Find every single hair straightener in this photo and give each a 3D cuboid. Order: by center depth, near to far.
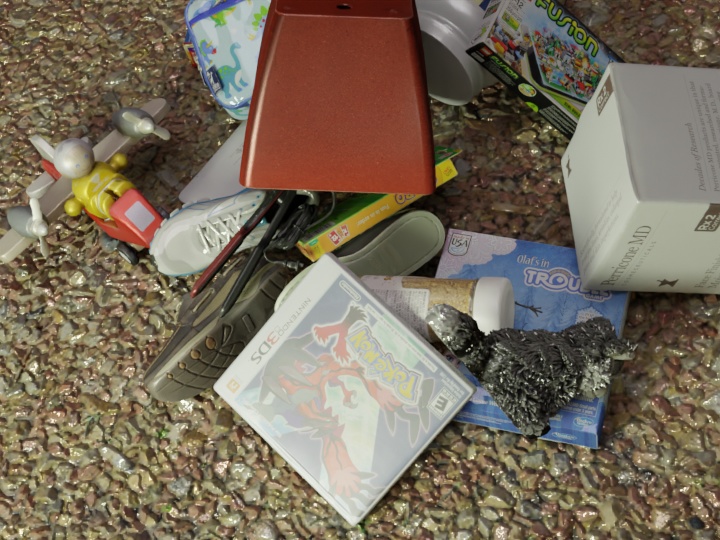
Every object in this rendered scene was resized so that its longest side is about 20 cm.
[{"bbox_3d":[-0.088,-0.030,1.277,0.077,0.041,0.200,37,73,0],"label":"hair straightener"}]

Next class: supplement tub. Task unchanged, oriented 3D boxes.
[{"bbox_3d":[0.138,-0.302,1.410,0.145,0.145,0.200,31,70,25],"label":"supplement tub"}]

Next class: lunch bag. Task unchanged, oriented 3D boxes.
[{"bbox_3d":[-0.097,-0.279,1.436,0.200,0.082,0.161,-21,78,8],"label":"lunch bag"}]

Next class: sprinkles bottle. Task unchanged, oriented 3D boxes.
[{"bbox_3d":[0.050,0.038,1.227,0.200,0.068,0.068,1,60,19],"label":"sprinkles bottle"}]

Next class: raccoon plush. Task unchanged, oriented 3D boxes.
[{"bbox_3d":[0.166,0.067,1.121,0.134,0.200,0.097,-40,47,5],"label":"raccoon plush"}]

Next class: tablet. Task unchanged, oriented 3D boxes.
[{"bbox_3d":[-0.106,-0.129,1.437,0.130,0.014,0.200,29,70,25],"label":"tablet"}]

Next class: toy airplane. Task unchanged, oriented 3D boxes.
[{"bbox_3d":[-0.311,-0.107,1.392,0.199,0.141,0.200,-7,59,8],"label":"toy airplane"}]

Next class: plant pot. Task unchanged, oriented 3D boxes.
[{"bbox_3d":[-0.018,-0.205,1.271,0.200,0.177,0.200,3,33,-2],"label":"plant pot"}]

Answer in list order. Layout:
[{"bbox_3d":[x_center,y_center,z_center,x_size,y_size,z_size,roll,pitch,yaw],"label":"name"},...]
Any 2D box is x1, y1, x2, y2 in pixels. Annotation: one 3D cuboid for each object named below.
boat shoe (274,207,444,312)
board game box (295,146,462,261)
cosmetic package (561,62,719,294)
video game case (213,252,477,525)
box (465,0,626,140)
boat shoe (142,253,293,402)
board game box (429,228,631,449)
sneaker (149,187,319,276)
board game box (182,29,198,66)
[{"bbox_3d":[0.000,0.000,1.314,0.201,0.061,0.072,-30,100,7],"label":"boat shoe"},{"bbox_3d":[0.019,-0.076,1.340,0.200,0.030,0.096,-34,15,-6],"label":"board game box"},{"bbox_3d":[0.322,-0.086,1.205,0.200,0.165,0.165,1,59,-9],"label":"cosmetic package"},{"bbox_3d":[-0.018,0.115,1.200,0.200,0.023,0.182,42,101,12],"label":"video game case"},{"bbox_3d":[0.214,-0.222,1.337,0.035,0.200,0.110,-16,43,58],"label":"box"},{"bbox_3d":[-0.159,0.059,1.313,0.073,0.075,0.200,30,61,34],"label":"boat shoe"},{"bbox_3d":[0.162,0.064,1.252,0.200,0.043,0.199,9,62,17],"label":"board game box"},{"bbox_3d":[-0.133,-0.053,1.329,0.200,0.087,0.075,-27,102,-14],"label":"sneaker"},{"bbox_3d":[-0.108,-0.328,1.533,0.200,0.046,0.152,1,61,12],"label":"board game box"}]
